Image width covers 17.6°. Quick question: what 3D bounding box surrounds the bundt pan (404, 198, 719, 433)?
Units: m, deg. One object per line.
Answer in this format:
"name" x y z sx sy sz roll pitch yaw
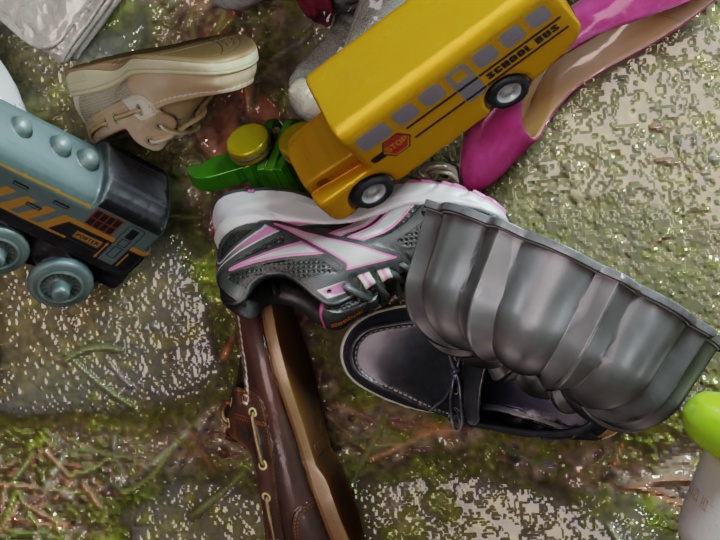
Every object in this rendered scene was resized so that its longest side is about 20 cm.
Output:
"bundt pan" 0.112 0.035 1.384 0.201 0.202 0.076 23 84 16

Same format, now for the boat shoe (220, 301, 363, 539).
"boat shoe" -0.058 0.105 1.555 0.070 0.070 0.201 -16 87 15

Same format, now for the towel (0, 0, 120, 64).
"towel" -0.235 -0.250 1.621 0.200 0.034 0.133 44 103 13

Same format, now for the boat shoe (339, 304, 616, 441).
"boat shoe" 0.077 0.067 1.513 0.199 0.062 0.075 14 99 19

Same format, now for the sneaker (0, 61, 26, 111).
"sneaker" -0.291 -0.153 1.606 0.074 0.087 0.200 -34 82 -22

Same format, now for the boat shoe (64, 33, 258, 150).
"boat shoe" -0.127 -0.115 1.538 0.200 0.072 0.065 -2 103 53

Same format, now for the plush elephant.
"plush elephant" -0.024 -0.220 1.473 0.200 0.155 0.165 -35 57 9

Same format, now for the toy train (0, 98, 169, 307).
"toy train" -0.223 -0.053 1.553 0.114 0.199 0.086 -41 36 32

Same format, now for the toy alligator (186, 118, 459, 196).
"toy alligator" -0.020 -0.077 1.542 0.199 0.059 0.054 0 50 25

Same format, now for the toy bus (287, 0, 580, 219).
"toy bus" 0.038 -0.119 1.441 0.200 0.078 0.065 -36 55 13

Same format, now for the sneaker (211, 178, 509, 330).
"sneaker" 0.000 0.000 1.506 0.199 0.080 0.087 -3 59 13

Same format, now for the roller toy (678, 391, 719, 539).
"roller toy" 0.289 0.144 1.379 0.199 0.182 0.140 25 100 26

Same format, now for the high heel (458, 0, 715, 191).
"high heel" 0.143 -0.123 1.480 0.096 0.067 0.201 33 89 25
